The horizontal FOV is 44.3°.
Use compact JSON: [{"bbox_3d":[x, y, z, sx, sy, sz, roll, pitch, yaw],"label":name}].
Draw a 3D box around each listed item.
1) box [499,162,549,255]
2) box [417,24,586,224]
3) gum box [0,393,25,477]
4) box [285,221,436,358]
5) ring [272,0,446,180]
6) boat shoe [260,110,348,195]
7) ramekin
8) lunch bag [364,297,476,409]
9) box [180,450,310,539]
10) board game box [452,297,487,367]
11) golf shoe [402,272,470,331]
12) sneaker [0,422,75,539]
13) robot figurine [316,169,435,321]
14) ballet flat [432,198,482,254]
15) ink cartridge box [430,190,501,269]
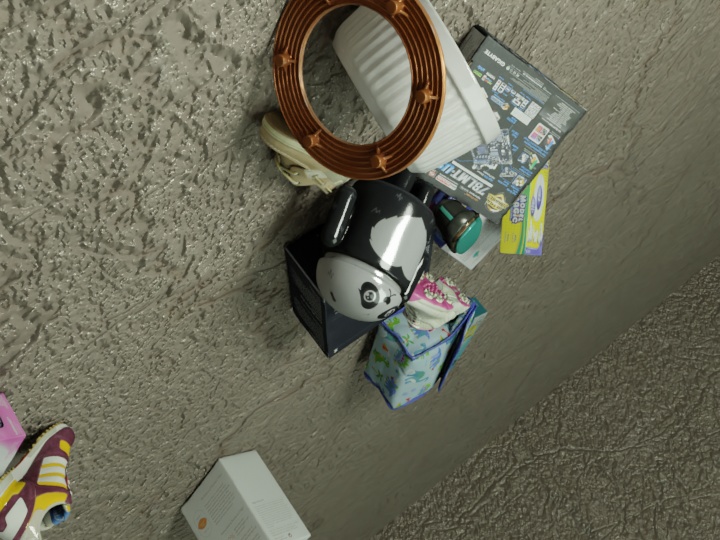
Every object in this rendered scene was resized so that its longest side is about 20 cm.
[{"bbox_3d":[0.263,-0.127,1.403,0.117,0.047,0.206,-2,94,-65],"label":"box"},{"bbox_3d":[0.170,-0.187,1.177,0.197,0.050,0.200,25,113,-30],"label":"box"},{"bbox_3d":[-0.479,0.231,1.014,0.113,0.066,0.201,-4,136,-56],"label":"gum box"},{"bbox_3d":[0.000,0.000,1.292,0.198,0.105,0.184,-32,154,-18],"label":"box"},{"bbox_3d":[-0.008,-0.186,0.850,0.019,0.200,0.202,-29,157,-51],"label":"ring"},{"bbox_3d":[-0.065,-0.127,1.027,0.065,0.072,0.199,-47,161,12],"label":"boat shoe"},{"bbox_3d":[0.054,-0.200,0.934,0.104,0.203,0.200,-31,157,8],"label":"ramekin"},{"bbox_3d":[0.123,0.146,1.672,0.197,0.128,0.172,-24,149,-33],"label":"lunch bag"},{"bbox_3d":[-0.214,0.466,1.638,0.105,0.201,0.153,2,133,-54],"label":"box"},{"bbox_3d":[0.170,0.160,1.883,0.149,0.047,0.202,-21,149,-37],"label":"board game box"},{"bbox_3d":[0.096,0.055,1.314,0.091,0.076,0.199,-44,155,16],"label":"golf shoe"},{"bbox_3d":[-0.393,0.271,1.101,0.075,0.089,0.201,-50,-174,22],"label":"sneaker"},{"bbox_3d":[0.023,-0.035,1.129,0.125,0.148,0.203,126,-10,-77],"label":"robot figurine"},{"bbox_3d":[0.138,-0.072,1.283,0.068,0.068,0.200,-47,170,1],"label":"ballet flat"},{"bbox_3d":[0.176,-0.092,1.431,0.137,0.077,0.199,-46,157,9],"label":"ink cartridge box"}]
